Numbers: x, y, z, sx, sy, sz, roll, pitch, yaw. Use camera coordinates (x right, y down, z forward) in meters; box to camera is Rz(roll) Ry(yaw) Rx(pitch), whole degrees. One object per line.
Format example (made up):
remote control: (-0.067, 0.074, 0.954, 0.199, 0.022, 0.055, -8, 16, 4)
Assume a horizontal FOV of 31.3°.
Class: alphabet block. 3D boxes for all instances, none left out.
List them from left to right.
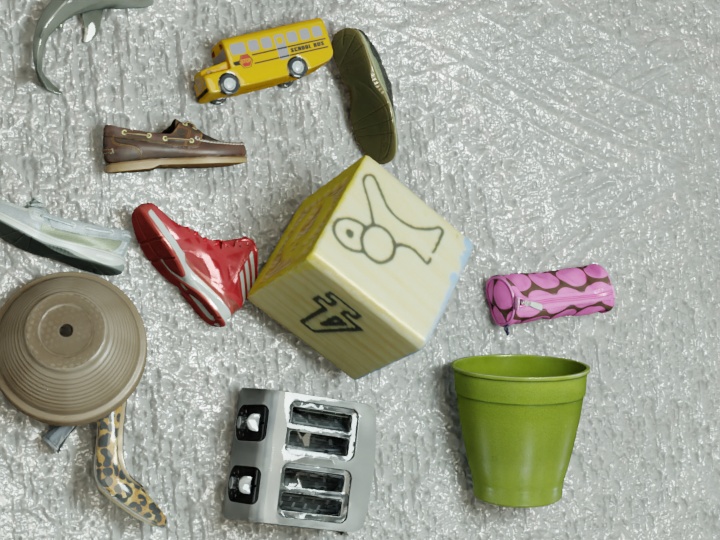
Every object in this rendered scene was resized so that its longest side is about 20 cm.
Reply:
alphabet block: (0.000, 0.000, 1.742, 0.200, 0.196, 0.196, 39, 55, -14)

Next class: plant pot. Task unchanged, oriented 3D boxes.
plant pot: (-0.368, 0.088, 1.616, 0.199, 0.093, 0.203, 4, 69, -10)
plant pot: (0.229, 0.232, 1.848, 0.198, 0.200, 0.195, -2, 96, -23)

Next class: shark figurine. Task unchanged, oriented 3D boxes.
shark figurine: (-0.382, -0.341, 1.696, 0.128, 0.089, 0.215, 45, 67, -11)

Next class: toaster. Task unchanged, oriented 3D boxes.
toaster: (-0.075, 0.261, 1.739, 0.198, 0.118, 0.183, 12, 80, -22)

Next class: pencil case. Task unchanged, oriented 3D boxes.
pencil case: (0.292, 0.039, 1.939, 0.198, 0.094, 0.092, -9, 87, -25)

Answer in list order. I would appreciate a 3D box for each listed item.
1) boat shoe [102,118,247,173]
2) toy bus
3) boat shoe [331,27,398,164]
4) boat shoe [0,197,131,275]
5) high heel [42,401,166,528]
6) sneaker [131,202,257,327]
boat shoe: (-0.250, -0.171, 1.739, 0.198, 0.070, 0.071, -4, 89, -24)
toy bus: (-0.139, -0.293, 1.805, 0.198, 0.065, 0.079, -18, 90, -24)
boat shoe: (0.018, -0.258, 1.869, 0.066, 0.071, 0.203, -33, 106, -57)
boat shoe: (-0.395, -0.053, 1.665, 0.200, 0.074, 0.065, 21, 70, -24)
high heel: (-0.295, 0.227, 1.670, 0.200, 0.071, 0.143, 42, 76, -4)
sneaker: (-0.217, -0.032, 1.746, 0.116, 0.078, 0.201, -46, 114, -30)
